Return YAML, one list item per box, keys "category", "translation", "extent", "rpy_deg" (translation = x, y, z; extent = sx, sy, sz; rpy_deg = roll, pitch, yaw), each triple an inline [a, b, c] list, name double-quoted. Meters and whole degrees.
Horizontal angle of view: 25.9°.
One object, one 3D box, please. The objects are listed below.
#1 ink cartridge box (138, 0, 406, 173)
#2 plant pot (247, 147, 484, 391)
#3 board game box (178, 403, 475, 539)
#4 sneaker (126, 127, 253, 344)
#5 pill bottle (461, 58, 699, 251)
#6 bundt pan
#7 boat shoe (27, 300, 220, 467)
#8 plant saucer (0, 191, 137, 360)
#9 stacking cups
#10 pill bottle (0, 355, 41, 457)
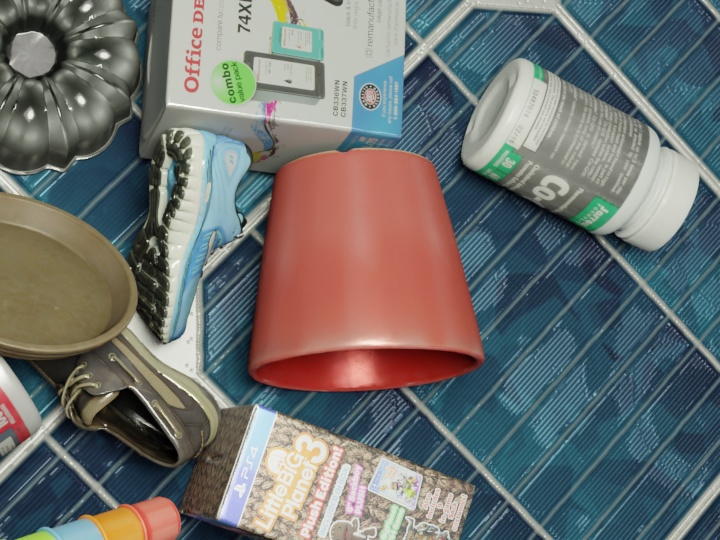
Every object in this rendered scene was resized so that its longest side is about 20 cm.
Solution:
- category: "ink cartridge box"
  translation: [-0.078, -0.172, 1.336]
  extent: [0.200, 0.146, 0.147]
  rpy_deg: [6, 77, -16]
- category: "plant pot"
  translation: [0.000, 0.000, 1.336]
  extent: [0.200, 0.200, 0.178]
  rpy_deg: [1, 76, -17]
- category: "board game box"
  translation: [-0.032, 0.193, 1.313]
  extent: [0.200, 0.159, 0.097]
  rpy_deg: [22, 78, -14]
- category: "sneaker"
  translation: [-0.134, -0.024, 1.313]
  extent: [0.090, 0.078, 0.200]
  rpy_deg: [-3, 125, -35]
- category: "pill bottle"
  translation: [0.203, -0.102, 1.440]
  extent: [0.200, 0.113, 0.113]
  rpy_deg: [26, 78, -13]
- category: "bundt pan"
  translation: [-0.278, -0.184, 1.320]
  extent: [0.201, 0.076, 0.202]
  rpy_deg: [2, 85, -16]
- category: "boat shoe"
  translation: [-0.210, 0.092, 1.290]
  extent: [0.200, 0.073, 0.075]
  rpy_deg: [30, 121, 1]
- category: "plant saucer"
  translation: [-0.279, 0.006, 1.264]
  extent: [0.200, 0.200, 0.030]
  rpy_deg: [17, 122, -15]
- category: "stacking cups"
  translation: [-0.232, 0.230, 1.265]
  extent: [0.200, 0.060, 0.061]
  rpy_deg: [-12, 88, -41]
- category: "pill bottle"
  translation: [-0.366, 0.134, 1.237]
  extent: [0.200, 0.120, 0.120]
  rpy_deg: [-37, 96, -17]
